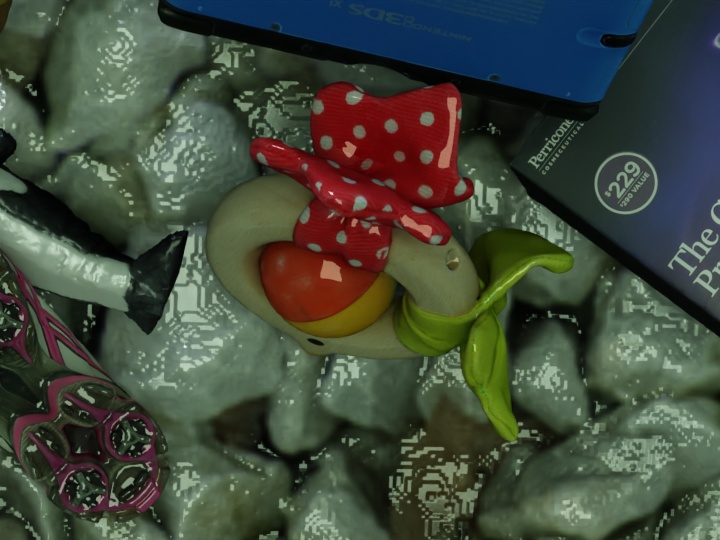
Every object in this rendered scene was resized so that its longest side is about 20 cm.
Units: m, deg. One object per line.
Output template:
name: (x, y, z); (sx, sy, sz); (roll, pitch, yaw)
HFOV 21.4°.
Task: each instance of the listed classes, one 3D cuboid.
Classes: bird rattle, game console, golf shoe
bird rattle: (0.000, 0.000, 0.877); (0.200, 0.163, 0.113); (35, 57, -45)
game console: (0.019, -0.147, 0.840); (0.200, 0.171, 0.118); (12, 54, -8)
golf shoe: (-0.176, 0.038, 0.902); (0.073, 0.092, 0.200); (-42, 108, -8)

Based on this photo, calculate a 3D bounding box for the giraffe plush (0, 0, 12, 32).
giraffe plush: (-0.214, -0.148, 0.822); (0.162, 0.200, 0.173); (10, 92, 7)

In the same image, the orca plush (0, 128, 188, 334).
orca plush: (-0.176, -0.045, 0.914); (0.200, 0.105, 0.071); (15, 57, 7)

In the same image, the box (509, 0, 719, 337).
box: (0.190, -0.082, 0.925); (0.141, 0.079, 0.200); (38, 91, 18)
